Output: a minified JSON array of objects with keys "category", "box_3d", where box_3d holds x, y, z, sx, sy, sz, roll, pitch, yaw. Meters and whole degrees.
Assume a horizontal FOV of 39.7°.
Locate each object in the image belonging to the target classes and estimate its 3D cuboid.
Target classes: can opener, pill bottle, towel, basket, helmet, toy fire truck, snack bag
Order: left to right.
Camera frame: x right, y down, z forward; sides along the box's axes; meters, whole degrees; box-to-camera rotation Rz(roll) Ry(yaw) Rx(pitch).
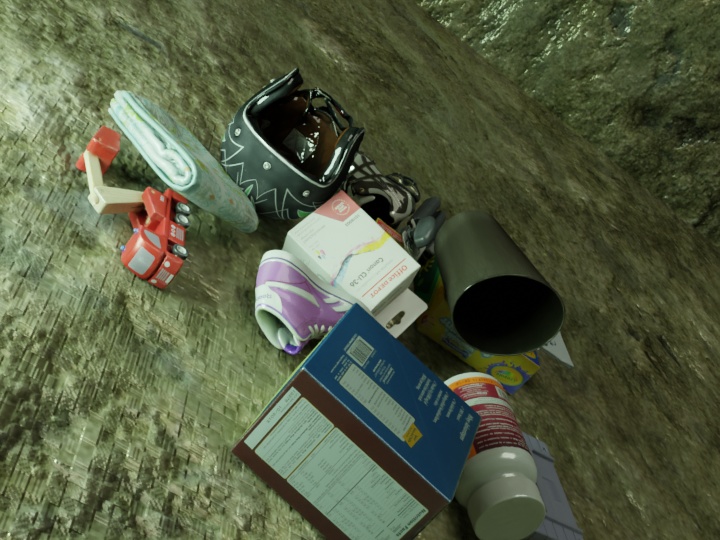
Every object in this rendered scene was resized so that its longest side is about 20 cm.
[{"category":"toy fire truck","box_3d":[-0.274,-0.077,1.191,0.140,0.049,0.201,30,28,-25]},{"category":"towel","box_3d":[-0.227,-0.144,1.304,0.200,0.048,0.171,49,8,28]},{"category":"helmet","box_3d":[-0.106,-0.166,1.421,0.199,0.191,0.200,36,-17,13]},{"category":"can opener","box_3d":[0.113,-0.072,1.623,0.054,0.066,0.200,66,27,-15]},{"category":"pill bottle","box_3d":[0.159,0.235,1.262,0.109,0.110,0.201,27,28,-31]},{"category":"basket","box_3d":[0.189,0.010,1.483,0.178,0.137,0.201,16,28,-23]},{"category":"snack bag","box_3d":[0.270,0.062,1.651,0.199,0.021,0.189,35,24,-23]}]

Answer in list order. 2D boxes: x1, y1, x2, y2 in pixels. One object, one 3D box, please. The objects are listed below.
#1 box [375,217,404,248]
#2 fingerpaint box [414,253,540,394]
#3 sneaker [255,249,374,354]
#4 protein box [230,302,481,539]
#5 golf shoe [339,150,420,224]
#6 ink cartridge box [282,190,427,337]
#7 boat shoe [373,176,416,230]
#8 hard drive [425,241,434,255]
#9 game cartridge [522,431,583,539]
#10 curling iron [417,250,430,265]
[{"category":"box","box_3d":[0.027,-0.008,1.533,0.075,0.050,0.200,38,24,-7]},{"category":"fingerpaint box","box_3d":[0.185,0.079,1.602,0.199,0.073,0.167,35,25,-16]},{"category":"sneaker","box_3d":[-0.060,0.073,1.269,0.200,0.072,0.115,34,44,-31]},{"category":"protein box","box_3d":[0.003,0.177,1.088,0.200,0.135,0.199,42,24,0]},{"category":"golf shoe","box_3d":[-0.002,-0.140,1.651,0.198,0.078,0.095,25,42,18]},{"category":"ink cartridge box","box_3d":[0.000,0.000,1.387,0.200,0.068,0.116,44,59,10]},{"category":"boat shoe","box_3d":[0.055,-0.118,1.744,0.075,0.060,0.200,39,24,-7]},{"category":"hard drive","box_3d":[0.180,-0.007,1.747,0.199,0.025,0.132,38,10,-21]},{"category":"game cartridge","box_3d":[0.234,0.296,1.373,0.129,0.038,0.201,33,26,-31]},{"category":"curling iron","box_3d":[0.172,0.021,1.736,0.199,0.026,0.050,37,22,-14]}]
